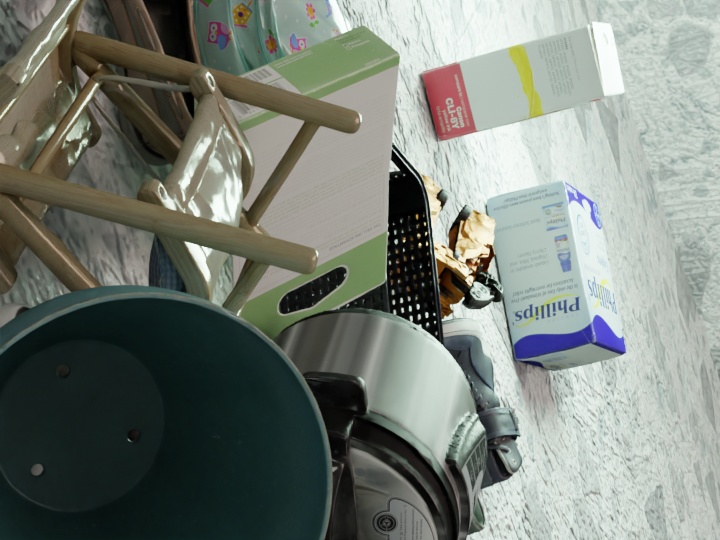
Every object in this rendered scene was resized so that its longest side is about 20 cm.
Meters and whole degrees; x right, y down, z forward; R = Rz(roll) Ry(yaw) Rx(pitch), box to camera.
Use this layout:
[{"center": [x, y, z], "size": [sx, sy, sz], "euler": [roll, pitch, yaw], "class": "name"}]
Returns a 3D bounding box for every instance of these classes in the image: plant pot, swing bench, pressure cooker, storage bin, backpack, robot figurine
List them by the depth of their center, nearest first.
[{"center": [-0.129, 0.096, 0.871], "size": [0.135, 0.199, 0.202], "euler": [29, -38, 65], "class": "plant pot"}, {"center": [-0.122, -0.056, 0.994], "size": [0.199, 0.130, 0.200], "euler": [31, 29, -8], "class": "swing bench"}, {"center": [-0.014, 0.144, 1.158], "size": [0.176, 0.178, 0.201], "euler": [46, 26, -14], "class": "pressure cooker"}, {"center": [-0.065, -0.138, 1.274], "size": [0.167, 0.125, 0.202], "euler": [-69, 140, -56], "class": "backpack"}, {"center": [0.000, 0.000, 1.425], "size": [0.135, 0.093, 0.202], "euler": [44, 37, -59], "class": "storage bin"}, {"center": [0.071, -0.022, 1.636], "size": [0.144, 0.058, 0.200], "euler": [33, 25, -5], "class": "robot figurine"}]

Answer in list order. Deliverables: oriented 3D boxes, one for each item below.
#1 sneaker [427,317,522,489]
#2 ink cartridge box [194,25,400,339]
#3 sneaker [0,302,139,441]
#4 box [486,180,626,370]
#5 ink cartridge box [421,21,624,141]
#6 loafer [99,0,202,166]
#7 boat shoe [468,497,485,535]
[{"center": [0.097, 0.130, 1.644], "size": [0.202, 0.076, 0.148], "euler": [35, 42, -66], "class": "sneaker"}, {"center": [-0.043, -0.052, 1.192], "size": [0.145, 0.048, 0.202], "euler": [-27, 140, -31], "class": "ink cartridge box"}, {"center": [-0.125, 0.084, 0.982], "size": [0.071, 0.098, 0.201], "euler": [-80, 149, -47], "class": "sneaker"}, {"center": [0.241, 0.010, 2.117], "size": [0.184, 0.104, 0.203], "euler": [18, 60, -68], "class": "box"}, {"center": [0.186, -0.212, 1.957], "size": [0.145, 0.198, 0.084], "euler": [-24, 100, -71], "class": "ink cartridge box"}, {"center": [-0.134, -0.175, 1.168], "size": [0.071, 0.062, 0.203], "euler": [-4, 82, -47], "class": "loafer"}, {"center": [0.061, 0.145, 1.536], "size": [0.072, 0.070, 0.202], "euler": [-59, 132, -65], "class": "boat shoe"}]
